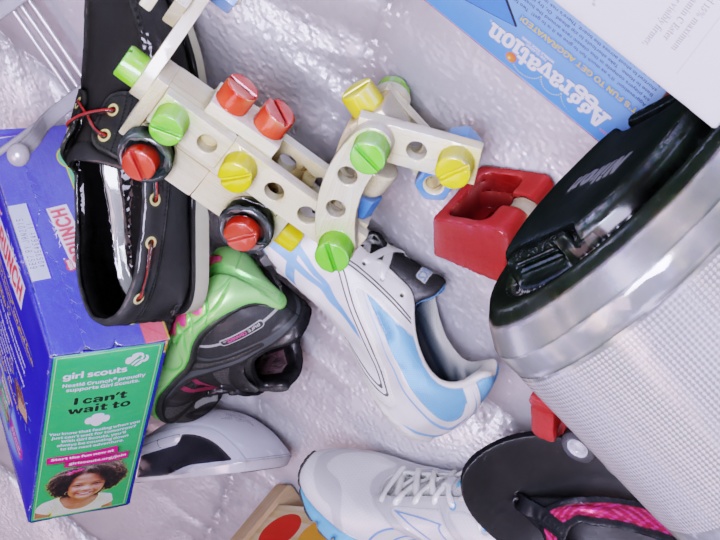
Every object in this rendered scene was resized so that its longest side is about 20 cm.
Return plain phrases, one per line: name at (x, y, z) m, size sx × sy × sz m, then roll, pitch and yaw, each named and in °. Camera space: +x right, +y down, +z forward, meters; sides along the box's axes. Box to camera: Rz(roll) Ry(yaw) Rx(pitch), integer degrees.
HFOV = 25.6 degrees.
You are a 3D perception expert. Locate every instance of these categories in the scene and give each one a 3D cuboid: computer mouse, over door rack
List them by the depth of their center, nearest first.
over door rack at (-0.253, -0.108, 0.887) m, size 0.148 × 0.199 × 0.067 m, roll 56°, pitch 179°, yaw -16°
computer mouse at (-0.131, 0.122, 1.096) m, size 0.199 × 0.109 × 0.044 m, roll -11°, pitch 82°, yaw 36°

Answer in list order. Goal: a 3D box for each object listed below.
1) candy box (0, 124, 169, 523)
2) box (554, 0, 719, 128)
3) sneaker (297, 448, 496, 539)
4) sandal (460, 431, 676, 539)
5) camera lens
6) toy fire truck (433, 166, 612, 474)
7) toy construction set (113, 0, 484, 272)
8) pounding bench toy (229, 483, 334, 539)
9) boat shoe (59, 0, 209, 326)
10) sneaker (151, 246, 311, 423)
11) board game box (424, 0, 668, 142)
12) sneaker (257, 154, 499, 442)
candy box at (-0.189, 0.035, 0.998) m, size 0.201 × 0.076 × 0.170 m, roll 109°, pitch 144°, yaw -52°
box at (0.099, -0.172, 0.566) m, size 0.200 × 0.098 × 0.125 m, roll 40°, pitch 143°, yaw 6°
sneaker at (0.056, 0.141, 0.949) m, size 0.199 × 0.075 × 0.087 m, roll 21°, pitch 133°, yaw 15°
sandal at (0.144, 0.157, 0.869) m, size 0.199 × 0.045 × 0.075 m, roll 35°, pitch 104°, yaw 3°
camera lens at (0.163, 0.032, 0.649) m, size 0.200 × 0.160 × 0.160 m, roll 46°, pitch 144°, yaw -7°
toy fire truck at (0.134, 0.038, 0.781) m, size 0.199 × 0.049 × 0.142 m, roll 21°, pitch 138°, yaw 28°
toy construction set at (-0.045, -0.081, 0.784) m, size 0.200 × 0.092 × 0.131 m, roll 44°, pitch 125°, yaw 1°
pounding bench toy at (-0.042, 0.254, 1.032) m, size 0.155 × 0.200 × 0.125 m, roll -3°, pitch 125°, yaw 44°
boat shoe at (-0.125, -0.070, 0.856) m, size 0.073 × 0.063 × 0.203 m, roll 8°, pitch 105°, yaw 45°
sneaker at (-0.081, 0.057, 0.977) m, size 0.083 × 0.077 × 0.200 m, roll 28°, pitch 155°, yaw -5°
board game box at (0.062, -0.145, 0.693) m, size 0.200 × 0.019 × 0.103 m, roll 40°, pitch 142°, yaw 5°
sneaker at (0.000, 0.000, 0.867) m, size 0.072 × 0.072 × 0.200 m, roll -38°, pitch 91°, yaw 18°
